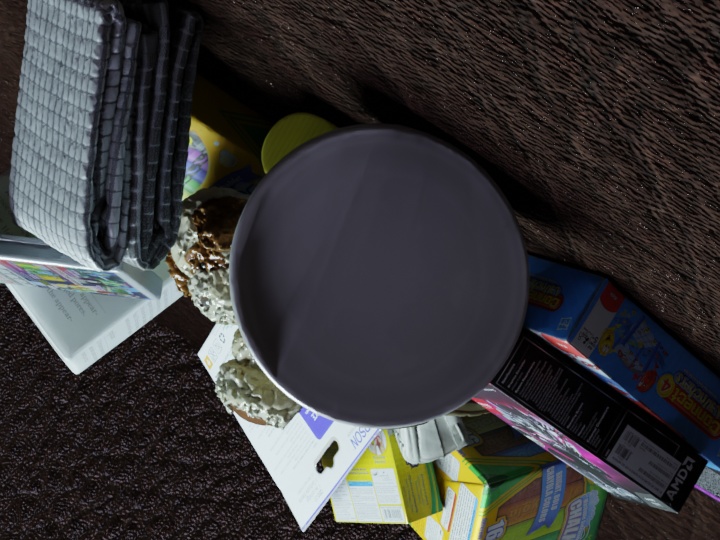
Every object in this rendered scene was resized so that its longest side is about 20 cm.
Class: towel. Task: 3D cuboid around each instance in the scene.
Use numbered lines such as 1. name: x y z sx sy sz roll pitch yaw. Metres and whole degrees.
1. towel: -0.187 -0.112 1.489 0.085 0.202 0.165 0 -166 -30

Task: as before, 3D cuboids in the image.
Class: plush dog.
1. plush dog: -0.070 0.004 1.553 0.171 0.161 0.200 40 157 -4

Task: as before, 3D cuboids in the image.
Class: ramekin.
1. ramekin: 0.010 0.001 1.395 0.202 0.203 0.094 33 -178 -5

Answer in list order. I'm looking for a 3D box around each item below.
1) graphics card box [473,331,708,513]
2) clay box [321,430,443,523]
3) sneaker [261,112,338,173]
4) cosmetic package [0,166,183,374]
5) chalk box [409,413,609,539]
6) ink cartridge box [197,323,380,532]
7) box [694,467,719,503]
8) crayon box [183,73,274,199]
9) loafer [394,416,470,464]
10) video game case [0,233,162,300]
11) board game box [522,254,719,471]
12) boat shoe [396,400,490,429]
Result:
1. graphics card box: 0.150 0.105 1.540 0.199 0.051 0.125 34 171 -13
2. clay box: 0.003 0.123 1.839 0.047 0.202 0.115 -14 -176 -36
3. sneaker: 0.017 -0.045 1.505 0.199 0.074 0.082 38 177 -3
4. cosmetic package: -0.225 -0.036 1.829 0.165 0.199 0.165 52 171 2
5. chalk box: 0.150 0.180 1.871 0.124 0.199 0.125 44 138 42
6. ink cartridge box: -0.054 0.101 1.829 0.201 0.043 0.198 58 143 18
7. box: 0.315 0.169 1.732 0.142 0.036 0.200 31 172 7
8. crayon box: -0.124 -0.076 1.608 0.199 0.052 0.125 33 130 -27
9. loafer: 0.057 0.072 1.730 0.070 0.069 0.201 -112 13 -53
10. video game case: -0.259 -0.006 1.634 0.180 0.023 0.200 7 173 3
11. board game box: 0.171 0.060 1.571 0.195 0.056 0.199 38 169 -32
12. boat shoe: 0.064 0.076 1.633 0.072 0.068 0.199 20 -161 40
